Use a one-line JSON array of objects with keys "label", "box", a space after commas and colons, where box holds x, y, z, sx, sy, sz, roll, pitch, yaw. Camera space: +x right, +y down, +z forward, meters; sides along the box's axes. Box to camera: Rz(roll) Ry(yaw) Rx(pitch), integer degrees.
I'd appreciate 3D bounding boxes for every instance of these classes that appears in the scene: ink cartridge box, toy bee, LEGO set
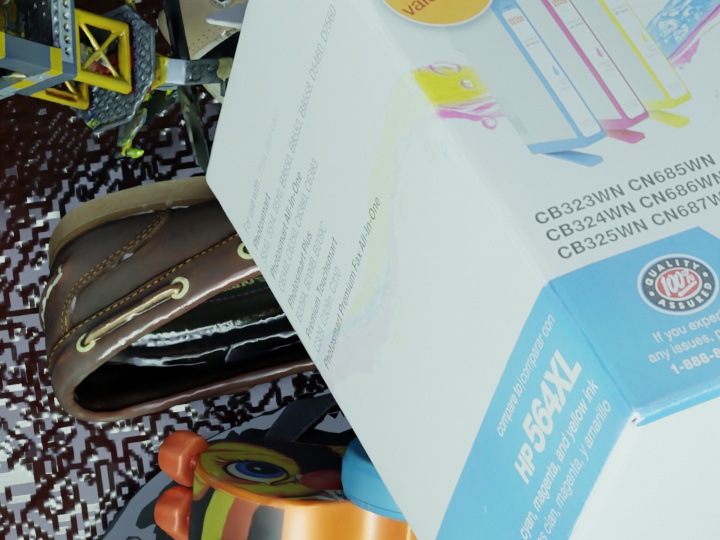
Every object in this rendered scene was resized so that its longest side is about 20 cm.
[{"label": "ink cartridge box", "box": [0.054, -0.025, 0.750, 0.128, 0.125, 0.200, -19, 61, -25]}, {"label": "toy bee", "box": [-0.004, 0.066, 0.821, 0.200, 0.109, 0.131, 22, 92, -40]}, {"label": "LEGO set", "box": [-0.106, -0.107, 0.871, 0.153, 0.116, 0.201, -25, 65, 36]}]

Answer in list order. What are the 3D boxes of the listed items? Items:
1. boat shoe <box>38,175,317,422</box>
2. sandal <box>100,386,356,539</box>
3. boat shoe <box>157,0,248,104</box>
[{"label": "boat shoe", "box": [0.000, 0.000, 0.868, 0.199, 0.070, 0.071, -17, 129, 9]}, {"label": "sandal", "box": [-0.008, 0.068, 0.892, 0.200, 0.043, 0.076, -37, 88, -2]}, {"label": "boat shoe", "box": [0.024, -0.125, 0.886, 0.200, 0.071, 0.065, -43, 89, -1]}]
